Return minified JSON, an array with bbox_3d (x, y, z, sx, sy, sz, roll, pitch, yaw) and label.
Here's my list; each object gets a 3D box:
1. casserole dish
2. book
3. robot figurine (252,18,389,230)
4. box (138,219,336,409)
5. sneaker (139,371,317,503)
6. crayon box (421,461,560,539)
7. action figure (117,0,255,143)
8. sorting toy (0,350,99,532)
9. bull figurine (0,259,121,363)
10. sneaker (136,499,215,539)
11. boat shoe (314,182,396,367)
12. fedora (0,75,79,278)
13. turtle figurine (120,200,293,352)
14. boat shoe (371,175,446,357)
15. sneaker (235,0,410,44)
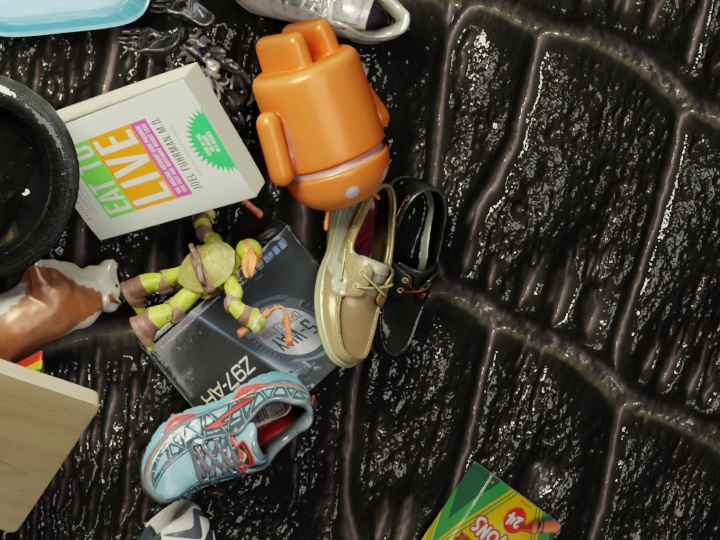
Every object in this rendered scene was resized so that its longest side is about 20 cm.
[{"bbox_3d":[-0.291,-0.290,1.327,0.198,0.039,0.123,-10,105,-20],"label":"casserole dish"},{"bbox_3d":[-0.204,-0.109,1.327,0.134,0.198,0.048,60,35,-25],"label":"book"},{"bbox_3d":[-0.037,-0.149,1.399,0.115,0.144,0.202,-15,108,11],"label":"robot figurine"},{"bbox_3d":[-0.111,0.072,1.476,0.200,0.043,0.161,-41,113,-11],"label":"box"},{"bbox_3d":[-0.134,0.171,1.410,0.199,0.095,0.080,-33,111,-14],"label":"sneaker"},{"bbox_3d":[0.131,0.344,1.634,0.127,0.051,0.201,36,86,-26],"label":"crayon box"},{"bbox_3d":[-0.167,-0.183,1.370,0.119,0.101,0.201,-58,152,-24],"label":"action figure"},{"bbox_3d":[-0.379,0.138,1.320,0.198,0.070,0.199,22,123,-25],"label":"sorting toy"},{"bbox_3d":[-0.331,0.032,1.362,0.199,0.065,0.122,-37,111,-13],"label":"bull figurine"},{"bbox_3d":[-0.222,0.351,1.465,0.199,0.079,0.130,-39,105,-23],"label":"sneaker"},{"bbox_3d":[0.000,0.000,1.459,0.074,0.066,0.203,15,73,-41],"label":"boat shoe"},{"bbox_3d":[-0.345,-0.096,1.290,0.198,0.092,0.203,1,113,2],"label":"fedora"},{"bbox_3d":[-0.156,0.015,1.389,0.160,0.201,0.064,-29,153,5],"label":"turtle figurine"},{"bbox_3d":[0.047,0.000,1.521,0.073,0.063,0.204,5,101,-29],"label":"boat shoe"},{"bbox_3d":[-0.038,-0.281,1.405,0.198,0.099,0.076,12,97,-23],"label":"sneaker"}]
